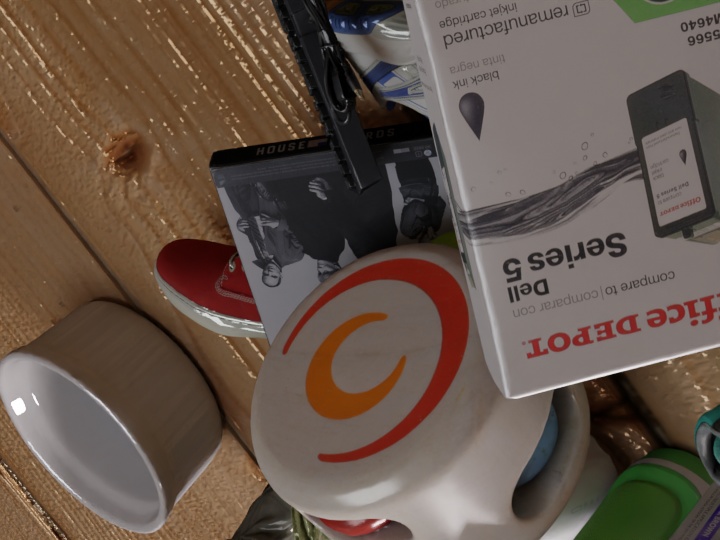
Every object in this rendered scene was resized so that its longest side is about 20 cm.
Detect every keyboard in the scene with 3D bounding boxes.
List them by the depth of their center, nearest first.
[{"bbox_3d":[-0.033,-0.139,0.941,0.127,0.020,0.201,162,85,-82],"label":"keyboard"}]

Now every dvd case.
[{"bbox_3d":[0.000,0.000,1.075,0.149,0.025,0.201,-7,127,12],"label":"dvd case"}]

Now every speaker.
[{"bbox_3d":[0.154,0.202,1.021,0.088,0.200,0.089,29,144,24],"label":"speaker"}]

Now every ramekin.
[{"bbox_3d":[-0.215,0.123,1.456,0.200,0.098,0.201,30,145,24],"label":"ramekin"}]

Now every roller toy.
[{"bbox_3d":[0.037,0.092,1.003,0.140,0.199,0.183,45,-164,-40],"label":"roller toy"}]

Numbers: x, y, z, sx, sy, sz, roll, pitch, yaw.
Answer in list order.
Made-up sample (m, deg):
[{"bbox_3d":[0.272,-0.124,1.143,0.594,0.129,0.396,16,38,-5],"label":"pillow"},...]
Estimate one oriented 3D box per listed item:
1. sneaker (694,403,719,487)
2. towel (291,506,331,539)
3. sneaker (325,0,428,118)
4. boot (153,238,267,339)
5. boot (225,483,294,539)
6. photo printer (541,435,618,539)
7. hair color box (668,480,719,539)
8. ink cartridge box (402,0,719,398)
[{"bbox_3d":[0.240,0.072,0.855,0.084,0.121,0.200,44,147,4],"label":"sneaker"},{"bbox_3d":[-0.001,0.174,1.169,0.036,0.150,0.200,-10,165,19],"label":"towel"},{"bbox_3d":[0.067,-0.118,0.906,0.199,0.075,0.088,20,149,48],"label":"sneaker"},{"bbox_3d":[-0.066,-0.017,1.162,0.199,0.073,0.145,17,138,25],"label":"boot"},{"bbox_3d":[-0.063,0.215,1.351,0.068,0.131,0.200,47,148,-3],"label":"boot"},{"bbox_3d":[0.094,0.200,1.127,0.070,0.166,0.201,50,152,32],"label":"photo printer"},{"bbox_3d":[0.283,0.168,0.922,0.199,0.109,0.065,17,137,37],"label":"hair color box"},{"bbox_3d":[0.111,-0.057,0.779,0.084,0.144,0.202,-102,-2,-80],"label":"ink cartridge box"}]
